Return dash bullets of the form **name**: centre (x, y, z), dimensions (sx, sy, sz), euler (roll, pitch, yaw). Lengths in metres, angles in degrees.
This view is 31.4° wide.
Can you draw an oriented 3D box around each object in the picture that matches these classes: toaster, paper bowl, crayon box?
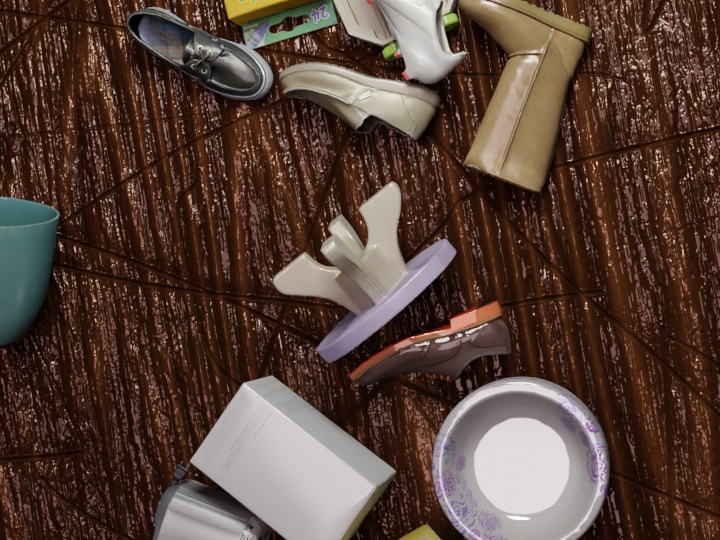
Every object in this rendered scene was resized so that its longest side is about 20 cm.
- **toaster**: centre (-0.189, 0.345, 1.561), dimensions (0.129, 0.114, 0.201), euler (17, 92, 9)
- **paper bowl**: centre (0.187, 0.223, 1.474), dimensions (0.199, 0.104, 0.202), euler (0, 90, 14)
- **crayon box**: centre (-0.113, -0.387, 1.572), dimensions (0.125, 0.052, 0.201), euler (-15, 87, 13)

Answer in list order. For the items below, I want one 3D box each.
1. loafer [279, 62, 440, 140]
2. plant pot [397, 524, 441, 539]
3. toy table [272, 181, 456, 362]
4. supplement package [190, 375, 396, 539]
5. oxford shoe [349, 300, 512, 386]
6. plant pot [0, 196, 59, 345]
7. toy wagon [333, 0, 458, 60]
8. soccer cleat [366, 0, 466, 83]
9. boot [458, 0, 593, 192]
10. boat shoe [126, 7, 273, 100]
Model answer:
- **loafer**: centre (-0.006, -0.201, 1.534), dimensions (0.199, 0.076, 0.069), euler (11, 87, 12)
- **plant pot**: centre (0.046, 0.401, 1.471), dimensions (0.189, 0.201, 0.201), euler (-41, 81, -5)
- **toy table**: centre (0.000, 0.000, 1.491), dimensions (0.200, 0.184, 0.117), euler (-41, 97, -2)
- **supplement package**: centre (-0.078, 0.235, 1.528), dimensions (0.200, 0.121, 0.120), euler (36, 97, 11)
- **oxford shoe**: centre (0.083, 0.105, 1.517), dimensions (0.199, 0.071, 0.073), euler (-23, 90, 12)
- **plant pot**: centre (-0.480, 0.003, 1.592), dimensions (0.199, 0.201, 0.162), euler (9, 104, 13)
- **toy wagon**: centre (0.064, -0.353, 1.537), dimensions (0.199, 0.040, 0.156), euler (-25, 85, 11)
- **soccer cleat**: centre (0.053, -0.313, 1.483), dimensions (0.077, 0.069, 0.201), euler (-27, 92, 24)
- **boot**: centre (0.164, -0.212, 1.490), dimensions (0.174, 0.066, 0.201), euler (20, 95, 1)
- **boat shoe**: centre (-0.203, -0.267, 1.586), dimensions (0.199, 0.057, 0.069), euler (28, 105, 13)
